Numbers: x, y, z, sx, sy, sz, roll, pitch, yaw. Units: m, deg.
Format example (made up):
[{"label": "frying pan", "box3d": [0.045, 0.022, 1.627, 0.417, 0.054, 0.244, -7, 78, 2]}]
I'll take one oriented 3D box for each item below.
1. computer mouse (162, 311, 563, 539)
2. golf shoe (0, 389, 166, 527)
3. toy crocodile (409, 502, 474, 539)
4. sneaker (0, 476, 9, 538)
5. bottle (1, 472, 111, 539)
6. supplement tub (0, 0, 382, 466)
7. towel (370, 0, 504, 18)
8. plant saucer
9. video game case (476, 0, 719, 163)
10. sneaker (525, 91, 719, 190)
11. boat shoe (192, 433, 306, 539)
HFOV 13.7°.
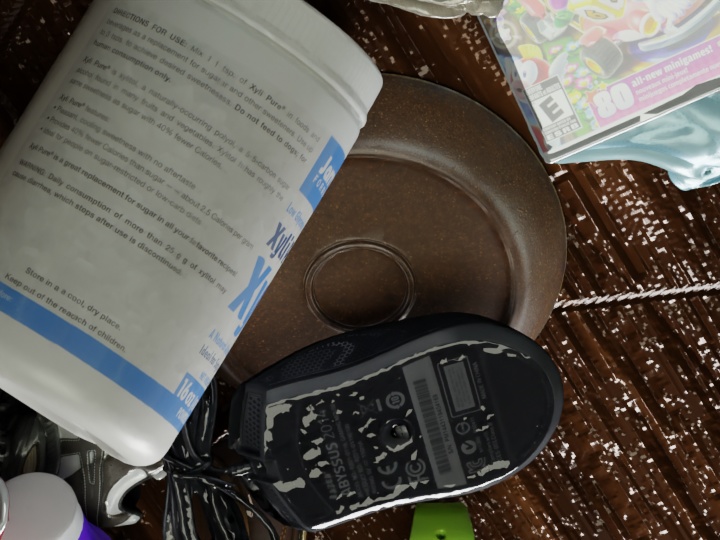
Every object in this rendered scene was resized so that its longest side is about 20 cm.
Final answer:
[{"label": "computer mouse", "box3d": [-0.005, 0.065, 1.412, 0.199, 0.053, 0.139, -12, 115, 0]}, {"label": "golf shoe", "box3d": [-0.120, 0.048, 1.438, 0.094, 0.078, 0.201, 12, 133, -15]}, {"label": "toy crocodile", "box3d": [0.049, 0.206, 1.553, 0.067, 0.062, 0.201, -10, 128, 6]}, {"label": "sneaker", "box3d": [-0.202, 0.062, 1.374, 0.071, 0.112, 0.202, -2, 91, -16]}, {"label": "bottle", "box3d": [-0.140, 0.179, 1.468, 0.065, 0.084, 0.201, 12, 142, 22]}, {"label": "supplement tub", "box3d": [-0.093, -0.030, 1.293, 0.132, 0.132, 0.201, 35, 82, -21]}, {"label": "towel", "box3d": [-0.017, -0.189, 1.242, 0.199, 0.034, 0.133, 19, 83, -3]}, {"label": "plant saucer", "box3d": [0.000, 0.000, 1.426, 0.199, 0.035, 0.201, -1, 123, -1]}, {"label": "video game case", "box3d": [0.103, -0.164, 1.286, 0.142, 0.018, 0.201, -23, 101, 15]}, {"label": "sneaker", "box3d": [0.171, -0.077, 1.357, 0.198, 0.074, 0.082, 4, 129, 9]}, {"label": "boat shoe", "box3d": [-0.056, 0.164, 1.514, 0.070, 0.070, 0.201, -24, 140, -34]}]
